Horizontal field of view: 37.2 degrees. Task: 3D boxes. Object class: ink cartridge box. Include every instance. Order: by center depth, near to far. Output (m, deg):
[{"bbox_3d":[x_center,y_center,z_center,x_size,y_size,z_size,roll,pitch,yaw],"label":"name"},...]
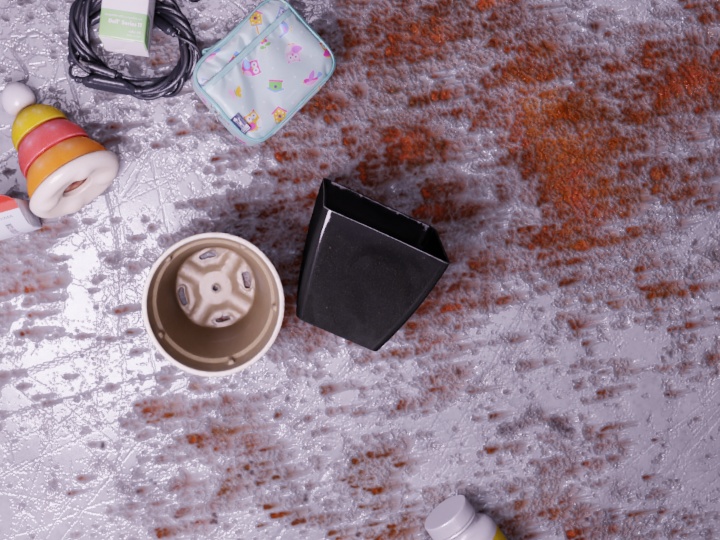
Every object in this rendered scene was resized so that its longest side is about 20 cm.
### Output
[{"bbox_3d":[-0.320,-0.414,1.506,0.066,0.117,0.203,6,91,-8],"label":"ink cartridge box"},{"bbox_3d":[-0.553,-0.060,1.513,0.161,0.200,0.058,-16,96,-4],"label":"ink cartridge box"}]

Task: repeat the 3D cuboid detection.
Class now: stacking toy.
[{"bbox_3d":[-0.460,-0.191,1.567,0.145,0.146,0.201,-35,80,-2],"label":"stacking toy"}]

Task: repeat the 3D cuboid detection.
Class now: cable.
[{"bbox_3d":[-0.333,-0.341,1.590,0.197,0.051,0.166,7,89,-10],"label":"cable"}]

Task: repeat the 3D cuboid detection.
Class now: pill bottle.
[{"bbox_3d":[0.191,0.462,1.712,0.111,0.111,0.201,-37,99,-2],"label":"pill bottle"}]

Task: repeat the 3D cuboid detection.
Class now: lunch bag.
[{"bbox_3d":[-0.149,-0.296,1.592,0.200,0.077,0.161,-44,102,-7],"label":"lunch bag"}]

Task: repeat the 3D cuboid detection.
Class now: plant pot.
[{"bbox_3d":[-0.214,0.038,1.575,0.198,0.183,0.203,-1,96,-6],"label":"plant pot"},{"bbox_3d":[0.000,0.000,1.603,0.198,0.200,0.179,23,105,-9],"label":"plant pot"}]

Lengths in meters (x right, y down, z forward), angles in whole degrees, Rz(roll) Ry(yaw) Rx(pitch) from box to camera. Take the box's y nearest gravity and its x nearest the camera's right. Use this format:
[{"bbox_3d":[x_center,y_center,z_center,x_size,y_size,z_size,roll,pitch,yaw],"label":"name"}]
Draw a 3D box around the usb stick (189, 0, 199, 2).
[{"bbox_3d":[-0.310,-0.471,1.581,0.199,0.033,0.056,33,98,-10],"label":"usb stick"}]
